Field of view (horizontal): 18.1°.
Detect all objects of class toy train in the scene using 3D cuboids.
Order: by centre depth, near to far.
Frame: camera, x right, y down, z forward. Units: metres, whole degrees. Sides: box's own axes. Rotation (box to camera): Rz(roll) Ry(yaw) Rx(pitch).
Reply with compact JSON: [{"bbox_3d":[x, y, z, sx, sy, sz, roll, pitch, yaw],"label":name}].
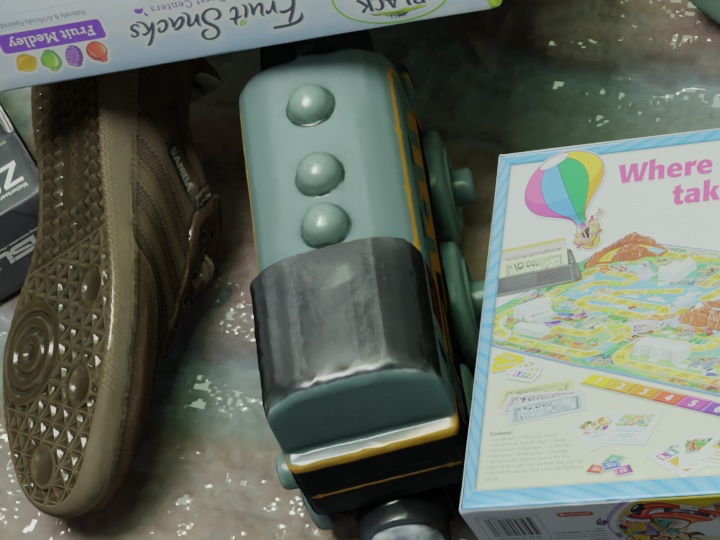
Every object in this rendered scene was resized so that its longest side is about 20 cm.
[{"bbox_3d":[0.000,0.000,0.783,0.084,0.114,0.201,-12,53,8],"label":"toy train"}]

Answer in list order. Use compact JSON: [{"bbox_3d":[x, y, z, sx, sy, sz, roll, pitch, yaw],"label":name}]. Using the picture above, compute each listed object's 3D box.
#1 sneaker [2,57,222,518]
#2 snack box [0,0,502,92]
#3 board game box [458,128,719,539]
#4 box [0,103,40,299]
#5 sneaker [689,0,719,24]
[{"bbox_3d":[-0.081,-0.004,0.838,0.070,0.075,0.202,-18,63,45],"label":"sneaker"},{"bbox_3d":[-0.037,-0.134,0.807,0.198,0.053,0.143,-8,37,21],"label":"snack box"},{"bbox_3d":[0.135,0.016,0.700,0.198,0.034,0.135,-6,56,23],"label":"board game box"},{"bbox_3d":[-0.233,-0.022,0.911,0.199,0.049,0.161,-32,51,-7],"label":"box"},{"bbox_3d":[0.157,-0.055,0.801,0.118,0.074,0.200,-43,54,-11],"label":"sneaker"}]
